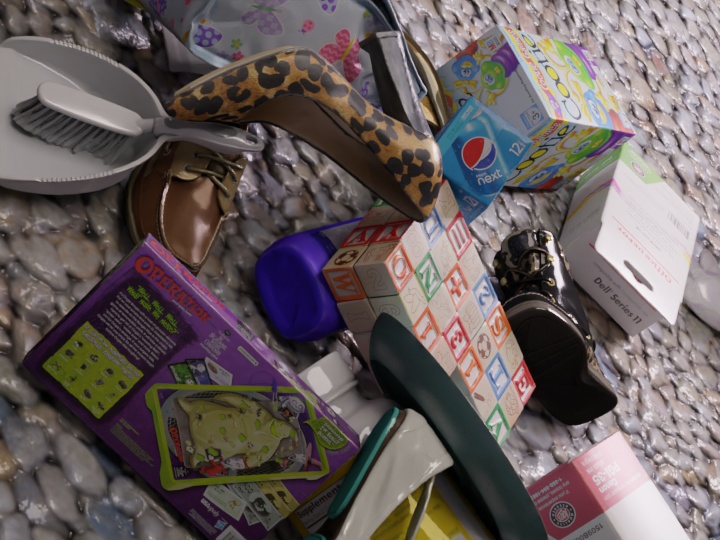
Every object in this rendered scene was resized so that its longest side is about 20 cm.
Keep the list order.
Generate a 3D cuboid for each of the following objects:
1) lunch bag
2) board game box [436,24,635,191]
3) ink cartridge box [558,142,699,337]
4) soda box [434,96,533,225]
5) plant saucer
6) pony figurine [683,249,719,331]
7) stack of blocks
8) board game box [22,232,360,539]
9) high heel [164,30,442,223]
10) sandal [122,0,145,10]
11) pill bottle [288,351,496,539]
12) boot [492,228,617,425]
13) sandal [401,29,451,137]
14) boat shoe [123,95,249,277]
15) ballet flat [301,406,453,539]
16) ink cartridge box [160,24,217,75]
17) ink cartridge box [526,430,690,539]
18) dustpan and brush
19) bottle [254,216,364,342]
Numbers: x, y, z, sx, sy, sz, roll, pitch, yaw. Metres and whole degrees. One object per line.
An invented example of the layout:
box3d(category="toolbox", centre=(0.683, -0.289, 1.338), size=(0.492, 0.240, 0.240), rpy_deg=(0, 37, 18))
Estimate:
box3d(category="lunch bag", centre=(-0.056, -0.200, 1.528), size=(0.200, 0.127, 0.170), rpy_deg=(28, 10, -29))
box3d(category="board game box", centre=(0.155, -0.147, 1.814), size=(0.200, 0.103, 0.105), rpy_deg=(0, 59, -60))
box3d(category="ink cartridge box", centre=(0.253, -0.021, 1.870), size=(0.117, 0.067, 0.200), rpy_deg=(44, 33, -12))
box3d(category="soda box", centre=(0.076, -0.076, 1.597), size=(0.064, 0.200, 0.068), rpy_deg=(36, 78, -2))
box3d(category="plant saucer", centre=(0.062, 0.119, 1.380), size=(0.200, 0.027, 0.200), rpy_deg=(54, -9, 12))
box3d(category="pony figurine", centre=(0.429, 0.014, 1.997), size=(0.193, 0.166, 0.200), rpy_deg=(52, 17, -13))
box3d(category="stack of blocks", centre=(0.057, 0.047, 1.512), size=(0.115, 0.058, 0.201), rpy_deg=(-53, 126, -45))
box3d(category="board game box", centre=(-0.111, 0.086, 1.296), size=(0.200, 0.120, 0.032), rpy_deg=(45, 15, -11))
box3d(category="high heel", centre=(-0.035, -0.089, 1.414), size=(0.199, 0.071, 0.143), rpy_deg=(-14, 86, -25))
box3d(category="sandal", centre=(-0.129, -0.262, 1.622), size=(0.199, 0.080, 0.087), rpy_deg=(-13, 28, -31))
box3d(category="pill bottle", centre=(0.008, 0.160, 1.373), size=(0.200, 0.111, 0.111), rpy_deg=(55, 34, 4))
box3d(category="boot", centre=(0.151, 0.032, 1.666), size=(0.200, 0.073, 0.151), rpy_deg=(43, 26, -52))
box3d(category="sandal", centre=(0.041, -0.134, 1.732), size=(0.054, 0.080, 0.201), rpy_deg=(-20, 78, -30))
box3d(category="boat shoe", centre=(-0.124, -0.078, 1.470), size=(0.076, 0.074, 0.201), rpy_deg=(34, 37, -27))
box3d(category="ballet flat", centre=(-0.007, 0.184, 1.285), size=(0.069, 0.069, 0.200), rpy_deg=(40, 78, -17))
box3d(category="ink cartridge box", centre=(-0.091, -0.210, 1.677), size=(0.199, 0.050, 0.162), rpy_deg=(2, 56, -27))
box3d(category="ink cartridge box", centre=(0.182, 0.246, 1.467), size=(0.083, 0.146, 0.200), rpy_deg=(-20, 75, -54))
box3d(category="dustpan and brush", centre=(-0.170, -0.104, 1.412), size=(0.199, 0.057, 0.140), rpy_deg=(16, 48, -22))
box3d(category="bottle", centre=(0.000, 0.000, 1.552), size=(0.200, 0.065, 0.084), rpy_deg=(-18, 82, -55))
